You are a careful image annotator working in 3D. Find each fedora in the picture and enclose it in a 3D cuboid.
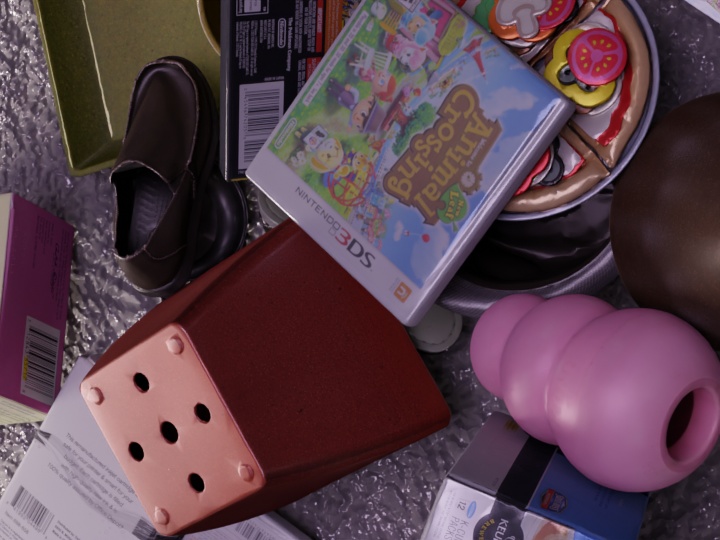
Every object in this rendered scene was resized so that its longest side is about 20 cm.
[{"bbox_3d":[0.127,-0.053,1.413,0.199,0.090,0.178,-21,83,18],"label":"fedora"}]

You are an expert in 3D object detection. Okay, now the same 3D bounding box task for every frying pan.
[{"bbox_3d":[-0.169,-0.014,1.566,0.115,0.031,0.190,31,108,1],"label":"frying pan"}]

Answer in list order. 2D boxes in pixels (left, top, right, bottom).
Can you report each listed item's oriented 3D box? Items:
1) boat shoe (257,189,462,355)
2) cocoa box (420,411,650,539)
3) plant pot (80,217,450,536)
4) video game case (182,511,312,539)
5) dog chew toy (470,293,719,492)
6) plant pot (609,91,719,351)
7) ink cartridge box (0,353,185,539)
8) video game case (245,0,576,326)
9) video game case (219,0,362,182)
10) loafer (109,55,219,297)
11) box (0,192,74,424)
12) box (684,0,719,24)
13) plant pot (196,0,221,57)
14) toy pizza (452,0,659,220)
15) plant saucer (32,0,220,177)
[{"bbox_3d":[0.000,0.000,1.495,0.201,0.061,0.072,42,68,15],"label":"boat shoe"},{"bbox_3d":[0.113,0.197,1.282,0.131,0.200,0.134,22,102,9],"label":"cocoa box"},{"bbox_3d":[-0.090,0.092,1.429,0.200,0.176,0.200,-31,88,42],"label":"plant pot"},{"bbox_3d":[-0.080,0.300,1.547,0.200,0.024,0.183,34,105,15],"label":"video game case"},{"bbox_3d":[0.154,0.073,1.299,0.200,0.124,0.125,24,102,45],"label":"dog chew toy"},{"bbox_3d":[0.274,-0.028,1.245,0.186,0.200,0.188,0,94,-3],"label":"plant pot"},{"bbox_3d":[-0.210,0.189,1.584,0.144,0.084,0.200,36,106,22],"label":"ink cartridge box"},{"bbox_3d":[0.031,-0.093,1.357,0.182,0.022,0.200,43,107,23],"label":"video game case"},{"bbox_3d":[-0.016,-0.168,1.412,0.026,0.180,0.201,-121,28,-55],"label":"video game case"},{"bbox_3d":[-0.159,-0.083,1.491,0.073,0.071,0.201,-5,72,19],"label":"loafer"},{"bbox_3d":[-0.360,0.042,1.624,0.199,0.097,0.177,-7,70,25],"label":"box"},{"bbox_3d":[0.259,-0.260,1.351,0.200,0.039,0.137,36,106,8],"label":"box"},{"bbox_3d":[-0.044,-0.264,1.457,0.200,0.200,0.142,-43,43,20],"label":"plant pot"},{"bbox_3d":[0.116,-0.136,1.353,0.199,0.032,0.201,-5,77,21],"label":"toy pizza"},{"bbox_3d":[-0.172,-0.198,1.581,0.199,0.048,0.201,-15,85,25],"label":"plant saucer"}]
